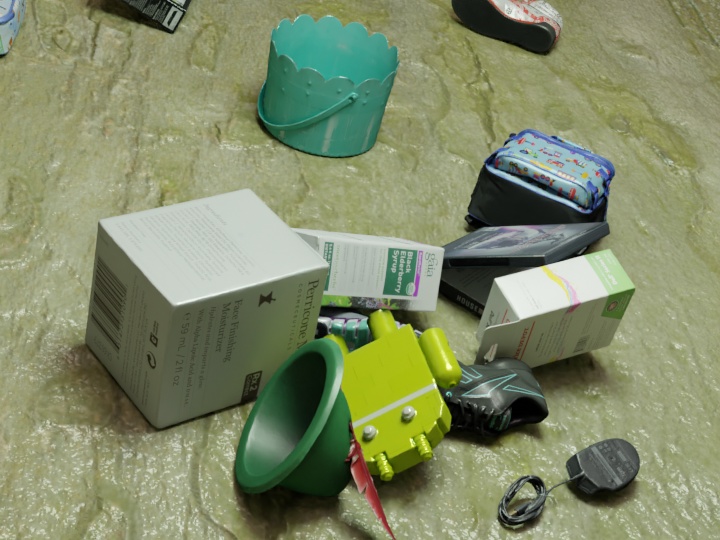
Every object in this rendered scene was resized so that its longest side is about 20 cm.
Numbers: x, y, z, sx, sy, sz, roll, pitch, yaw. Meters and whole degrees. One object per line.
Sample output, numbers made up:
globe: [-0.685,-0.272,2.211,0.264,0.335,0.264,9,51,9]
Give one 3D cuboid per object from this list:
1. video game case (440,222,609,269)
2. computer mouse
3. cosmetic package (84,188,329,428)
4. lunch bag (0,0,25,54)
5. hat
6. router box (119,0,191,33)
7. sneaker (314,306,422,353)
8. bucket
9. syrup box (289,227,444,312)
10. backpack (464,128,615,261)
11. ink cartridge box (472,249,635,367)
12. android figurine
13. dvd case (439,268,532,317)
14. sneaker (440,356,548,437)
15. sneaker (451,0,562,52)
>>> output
video game case: [0.189,-0.030,1.756,0.199,0.019,0.142,-2,16,44]
computer mouse: [0.222,0.230,1.513,0.199,0.034,0.059,-17,60,-31]
cosmetic package: [-0.168,0.036,1.527,0.199,0.166,0.165,-15,43,-35]
lunch bag: [-0.584,-0.389,2.096,0.159,0.076,0.201,7,32,-6]
hat: [-0.014,0.197,1.439,0.175,0.165,0.201,34,55,-23]
router box: [-0.337,-0.482,2.302,0.148,0.051,0.201,31,31,-13]
sneaker: [0.011,0.071,1.631,0.198,0.075,0.088,15,28,3]
bucket: [-0.048,-0.267,2.054,0.205,0.136,0.208,10,32,-6]
syrup box: [0.000,0.000,1.662,0.199,0.080,0.081,5,6,-40]
backpack: [0.264,-0.114,1.947,0.181,0.136,0.200,27,32,18]
ink cartridge box: [0.208,0.054,1.654,0.198,0.118,0.068,-14,54,-21]
android figurine: [0.021,0.134,1.498,0.181,0.041,0.201,-25,47,5]
dvd case: [0.202,0.030,1.805,0.199,0.025,0.150,31,37,25]
sneaker: [0.120,0.142,1.560,0.198,0.076,0.079,-6,40,-27]
sneaker: [0.265,-0.456,2.522,0.200,0.068,0.108,25,33,11]
